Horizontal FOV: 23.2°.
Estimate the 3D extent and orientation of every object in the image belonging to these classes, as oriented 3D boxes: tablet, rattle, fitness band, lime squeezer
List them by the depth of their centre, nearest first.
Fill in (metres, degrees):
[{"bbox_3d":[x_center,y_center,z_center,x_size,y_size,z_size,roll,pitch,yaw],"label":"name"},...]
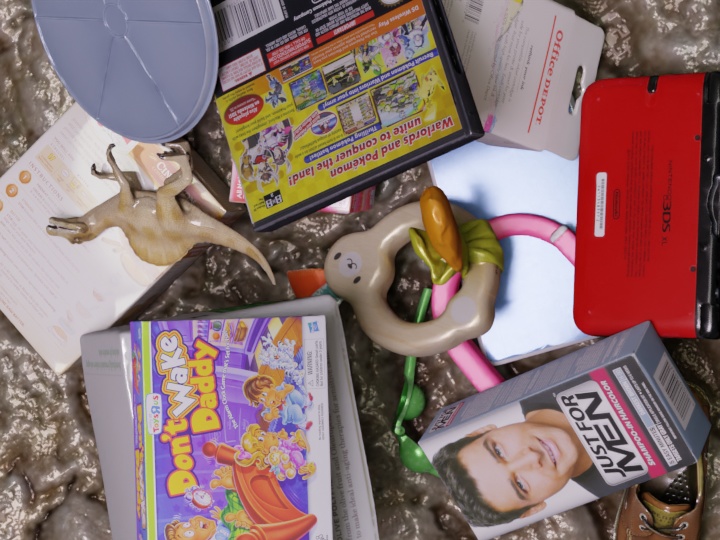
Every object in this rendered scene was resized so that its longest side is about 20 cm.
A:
[{"bbox_3d":[0.000,0.000,1.360,0.199,0.143,0.131,3,91,26],"label":"rattle"},{"bbox_3d":[0.147,0.049,1.400,0.143,0.037,0.200,-41,85,10],"label":"fitness band"},{"bbox_3d":[0.136,-0.034,1.421,0.129,0.014,0.201,-16,91,11],"label":"tablet"},{"bbox_3d":[0.057,0.119,1.434,0.070,0.038,0.201,-19,89,11],"label":"lime squeezer"}]

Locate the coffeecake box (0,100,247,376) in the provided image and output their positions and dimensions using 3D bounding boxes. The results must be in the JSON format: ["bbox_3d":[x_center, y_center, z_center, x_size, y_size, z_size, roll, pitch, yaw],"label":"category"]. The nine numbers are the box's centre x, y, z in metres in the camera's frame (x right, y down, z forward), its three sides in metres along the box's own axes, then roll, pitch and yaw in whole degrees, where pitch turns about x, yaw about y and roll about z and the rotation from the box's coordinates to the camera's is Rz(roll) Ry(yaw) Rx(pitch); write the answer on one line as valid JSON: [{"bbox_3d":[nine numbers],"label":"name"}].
[{"bbox_3d":[-0.221,-0.038,1.459,0.200,0.073,0.154,-43,85,10],"label":"coffeecake box"}]

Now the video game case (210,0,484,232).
[{"bbox_3d":[-0.022,-0.146,1.280,0.199,0.025,0.182,-22,80,30],"label":"video game case"}]

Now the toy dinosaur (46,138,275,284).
[{"bbox_3d":[-0.150,-0.049,1.390,0.198,0.058,0.102,8,110,17],"label":"toy dinosaur"}]

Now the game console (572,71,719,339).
[{"bbox_3d":[0.266,-0.044,1.364,0.171,0.118,0.202,0,84,32],"label":"game console"}]

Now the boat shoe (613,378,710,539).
[{"bbox_3d":[0.236,0.186,1.387,0.071,0.068,0.202,4,94,10],"label":"boat shoe"}]

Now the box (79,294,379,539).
[{"bbox_3d":[-0.107,0.130,1.359,0.170,0.199,0.202,-11,91,-18],"label":"box"}]

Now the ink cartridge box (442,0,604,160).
[{"bbox_3d":[0.093,-0.163,1.353,0.067,0.199,0.117,11,85,50],"label":"ink cartridge box"}]

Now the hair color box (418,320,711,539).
[{"bbox_3d":[0.155,0.126,1.347,0.199,0.061,0.099,-26,102,31],"label":"hair color box"}]

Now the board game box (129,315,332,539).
[{"bbox_3d":[-0.090,0.134,1.236,0.133,0.045,0.202,-2,89,-18],"label":"board game box"}]

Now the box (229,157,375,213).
[{"bbox_3d":[-0.038,-0.149,1.374,0.102,0.095,0.202,7,95,12],"label":"box"}]

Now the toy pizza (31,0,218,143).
[{"bbox_3d":[-0.177,-0.195,1.342,0.199,0.032,0.202,21,125,33],"label":"toy pizza"}]
